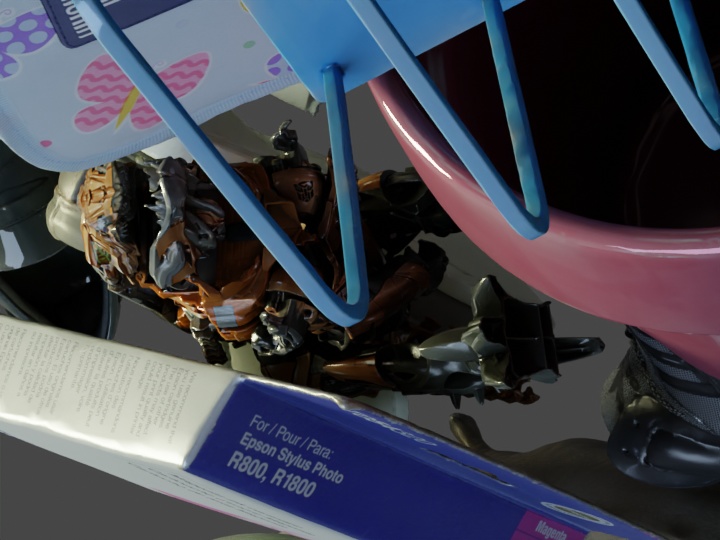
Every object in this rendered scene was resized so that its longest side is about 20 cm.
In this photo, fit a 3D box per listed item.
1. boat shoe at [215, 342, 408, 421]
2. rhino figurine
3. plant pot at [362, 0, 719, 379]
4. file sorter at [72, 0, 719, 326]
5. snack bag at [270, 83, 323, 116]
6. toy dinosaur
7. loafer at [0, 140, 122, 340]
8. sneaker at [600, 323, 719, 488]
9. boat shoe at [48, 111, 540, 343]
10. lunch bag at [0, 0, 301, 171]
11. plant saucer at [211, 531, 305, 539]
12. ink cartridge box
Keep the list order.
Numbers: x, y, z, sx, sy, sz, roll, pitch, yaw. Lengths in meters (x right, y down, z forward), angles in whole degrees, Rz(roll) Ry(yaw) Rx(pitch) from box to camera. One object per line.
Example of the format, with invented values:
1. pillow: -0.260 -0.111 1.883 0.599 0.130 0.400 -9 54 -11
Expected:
1. boat shoe: -0.042 0.000 0.979 0.072 0.060 0.202 -28 129 10
2. rhino figurine: 0.097 0.098 1.014 0.087 0.060 0.200 19 177 -44
3. plant pot: 0.115 -0.055 0.717 0.200 0.200 0.179 7 157 22
4. file sorter: 0.046 -0.098 0.548 0.200 0.123 0.139 -26 129 15
5. snack bag: -0.086 -0.145 0.844 0.200 0.021 0.189 21 146 4
6. toy dinosaur: 0.000 0.000 0.802 0.135 0.102 0.200 -16 172 32
7. loafer: -0.130 -0.035 0.950 0.068 0.070 0.201 -25 147 -4
8. sneaker: 0.108 0.019 0.901 0.200 0.076 0.114 33 142 -19
9. boat shoe: -0.018 -0.006 0.889 0.201 0.072 0.060 25 105 -34
10. lunch bag: -0.108 -0.116 0.689 0.199 0.127 0.170 8 153 11
11. plant saucer: -0.005 0.169 1.184 0.200 0.050 0.200 17 151 10
12. ink cartridge box: -0.022 0.070 0.866 0.200 0.043 0.196 13 170 44
